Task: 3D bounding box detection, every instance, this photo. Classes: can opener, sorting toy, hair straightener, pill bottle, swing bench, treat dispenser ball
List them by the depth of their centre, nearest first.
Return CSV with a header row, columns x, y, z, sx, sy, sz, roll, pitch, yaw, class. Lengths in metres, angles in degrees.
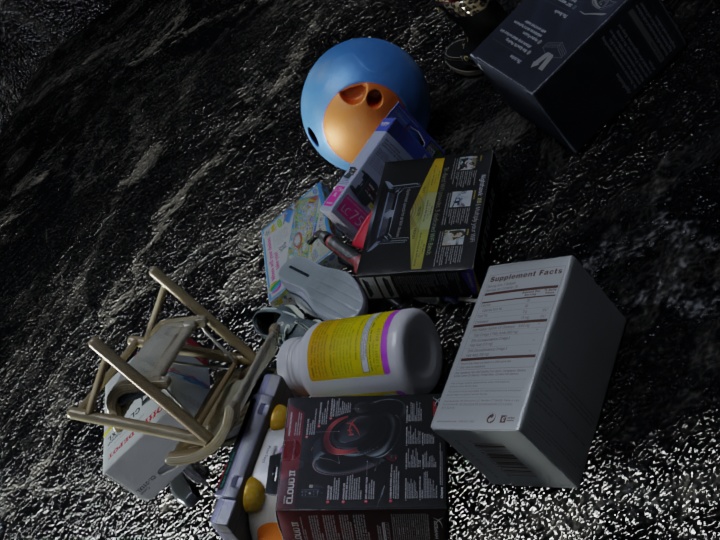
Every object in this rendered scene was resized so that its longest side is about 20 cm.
x,y,z,sx,sy,sz,roll,pitch,yaw,class
-0.026,0.239,1.213,0.177,0.107,0.202,-1,51,26,sorting toy
-0.006,0.109,1.277,0.198,0.104,0.105,-10,47,35,pill bottle
-0.227,0.128,1.315,0.199,0.198,0.131,-63,-2,-61,swing bench
0.000,0.000,1.437,0.199,0.077,0.041,29,79,37,hair straightener
-0.265,0.260,1.500,0.067,0.053,0.200,-46,31,3,can opener
0.008,-0.249,1.585,0.199,0.201,0.203,-31,35,24,treat dispenser ball

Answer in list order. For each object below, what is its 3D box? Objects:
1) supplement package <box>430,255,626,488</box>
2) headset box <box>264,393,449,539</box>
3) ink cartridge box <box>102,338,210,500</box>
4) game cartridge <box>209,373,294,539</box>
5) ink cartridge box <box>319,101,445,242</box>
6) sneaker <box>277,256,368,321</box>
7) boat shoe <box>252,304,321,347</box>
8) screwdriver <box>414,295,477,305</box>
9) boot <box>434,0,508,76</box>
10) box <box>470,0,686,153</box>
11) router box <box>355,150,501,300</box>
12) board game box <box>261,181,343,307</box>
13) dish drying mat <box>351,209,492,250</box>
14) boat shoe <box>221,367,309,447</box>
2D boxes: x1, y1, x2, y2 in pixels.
x,y,z,sx,sy,sz,roll,pitch,yaw,class
0.175,0.103,1.068,0.116,0.117,0.202,-9,48,46,supplement package
-0.004,0.213,1.118,0.196,0.076,0.150,-3,43,5,headset box
-0.284,0.195,1.464,0.146,0.083,0.201,-43,30,13,ink cartridge box
-0.119,0.243,1.267,0.038,0.130,0.202,0,51,26,game cartridge
0.043,-0.127,1.485,0.201,0.119,0.042,-56,28,-15,ink cartridge box
-0.041,0.038,1.456,0.073,0.071,0.200,-43,36,-9,sneaker
-0.097,0.094,1.444,0.200,0.061,0.074,-147,63,-63,boat shoe
0.132,0.034,1.286,0.199,0.029,0.028,5,58,54,screwdriver
0.166,-0.367,1.570,0.074,0.150,0.199,-52,32,-10,boot
0.281,-0.291,1.375,0.200,0.117,0.197,-43,31,5,box
0.091,-0.059,1.340,0.155,0.053,0.202,-3,50,23,router box
-0.091,-0.038,1.635,0.134,0.034,0.201,-37,33,17,board game box
0.077,-0.036,1.383,0.198,0.018,0.077,24,75,39,dish drying mat
-0.163,0.183,1.444,0.198,0.068,0.075,-28,36,29,boat shoe
